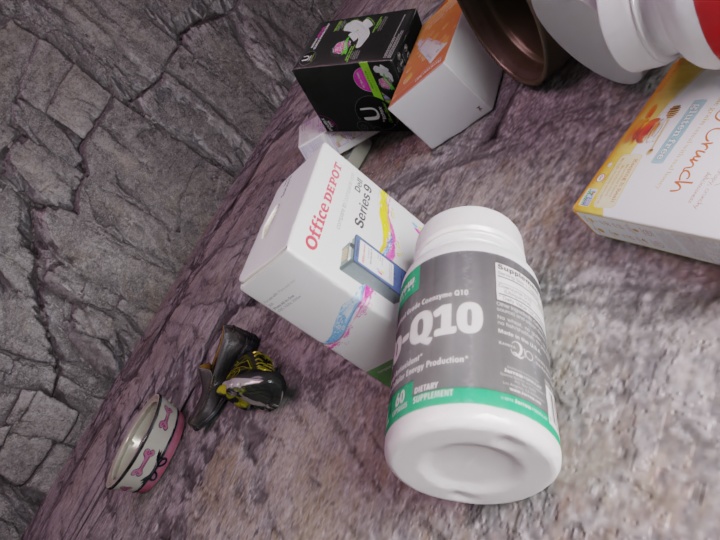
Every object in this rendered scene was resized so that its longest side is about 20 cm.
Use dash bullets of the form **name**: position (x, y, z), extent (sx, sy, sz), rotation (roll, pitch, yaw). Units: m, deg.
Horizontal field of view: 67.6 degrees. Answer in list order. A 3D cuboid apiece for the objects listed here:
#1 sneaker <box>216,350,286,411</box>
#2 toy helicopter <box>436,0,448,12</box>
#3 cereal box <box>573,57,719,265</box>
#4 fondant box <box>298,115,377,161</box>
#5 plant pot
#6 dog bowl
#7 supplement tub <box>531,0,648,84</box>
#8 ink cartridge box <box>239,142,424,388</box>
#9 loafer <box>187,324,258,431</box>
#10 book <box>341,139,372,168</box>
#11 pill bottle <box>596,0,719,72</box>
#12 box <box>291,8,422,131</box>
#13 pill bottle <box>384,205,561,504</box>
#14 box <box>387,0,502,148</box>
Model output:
- **sneaker**: position (-0.163, 0.158, 0.817), extent (0.199, 0.074, 0.086), rotation (-21, 40, 55)
- **toy helicopter**: position (0.222, -0.478, 0.889), extent (0.201, 0.079, 0.132), rotation (-54, 12, -29)
- **cereal box**: position (0.243, -0.072, 0.327), extent (0.145, 0.039, 0.200), rotation (-55, 22, 0)
- **fondant box**: position (-0.030, -0.297, 1.091), extent (0.198, 0.059, 0.145), rotation (-28, 29, 11)
- **plant pot**: position (0.215, -0.343, 0.596), extent (0.172, 0.201, 0.201), rotation (-35, 25, 7)
- **dog bowl**: position (-0.440, 0.364, 1.117), extent (0.200, 0.073, 0.202), rotation (-45, 25, 28)
- **supplement tub**: position (0.255, -0.279, 0.446), extent (0.201, 0.144, 0.145), rotation (-51, 23, 13)
- **ink cartridge box**: position (0.000, 0.000, 0.525), extent (0.087, 0.199, 0.147), rotation (-35, 30, 40)
- **loafer**: position (-0.269, 0.194, 0.992), extent (0.202, 0.072, 0.072), rotation (-62, 24, -11)
- **book**: position (-0.064, -0.202, 1.142), extent (0.199, 0.048, 0.135), rotation (-12, 45, 59)
- **pill bottle**: position (0.243, -0.181, 0.295), extent (0.199, 0.112, 0.114), rotation (2, 60, 55)
- **box**: position (0.012, -0.335, 0.926), extent (0.197, 0.149, 0.126), rotation (9, 62, 31)
- **pill bottle**: position (0.081, 0.052, 0.402), extent (0.113, 0.112, 0.202), rotation (-38, 28, 37)
- **box**: position (0.137, -0.303, 0.789), extent (0.124, 0.097, 0.203), rotation (-25, 38, 52)
